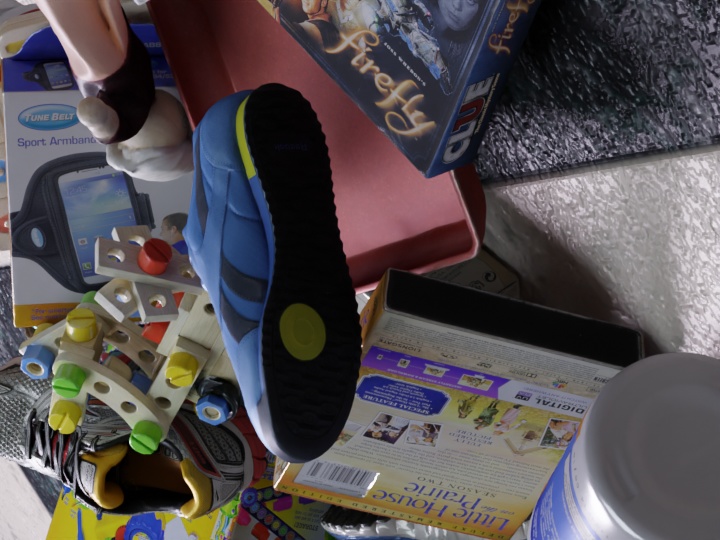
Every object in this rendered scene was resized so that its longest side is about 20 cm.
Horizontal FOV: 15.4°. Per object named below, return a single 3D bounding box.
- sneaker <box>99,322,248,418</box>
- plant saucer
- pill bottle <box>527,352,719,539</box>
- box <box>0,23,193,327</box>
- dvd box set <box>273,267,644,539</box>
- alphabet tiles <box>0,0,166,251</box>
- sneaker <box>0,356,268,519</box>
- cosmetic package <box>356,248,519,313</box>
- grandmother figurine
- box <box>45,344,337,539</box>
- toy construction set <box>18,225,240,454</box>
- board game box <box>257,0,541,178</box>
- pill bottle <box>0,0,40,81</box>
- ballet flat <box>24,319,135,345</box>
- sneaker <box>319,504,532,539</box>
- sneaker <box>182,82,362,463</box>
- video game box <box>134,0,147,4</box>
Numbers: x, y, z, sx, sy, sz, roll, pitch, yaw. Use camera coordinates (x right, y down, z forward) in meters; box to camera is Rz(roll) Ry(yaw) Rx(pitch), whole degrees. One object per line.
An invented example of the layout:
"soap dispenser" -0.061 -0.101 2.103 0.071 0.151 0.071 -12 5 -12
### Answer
"sneaker" -0.098 0.068 1.668 0.079 0.200 0.096 22 -153 -43
"plant saucer" -0.019 -0.088 1.410 0.199 0.037 0.201 -18 94 52
"pill bottle" 0.148 0.131 1.379 0.112 0.112 0.200 48 156 14
"box" -0.150 -0.055 1.571 0.042 0.118 0.201 -100 10 -48
"dvd box set" 0.049 0.077 1.443 0.145 0.030 0.200 14 144 -12
"alphabet tiles" -0.144 -0.076 1.590 0.015 0.194 0.201 -97 -6 -50
"sneaker" -0.161 0.103 1.633 0.199 0.082 0.078 9 116 22
"cosmetic package" 0.000 0.000 1.537 0.200 0.073 0.104 41 154 30
"grandmother figurine" -0.139 -0.119 1.444 0.060 0.122 0.200 -8 139 19
"box" -0.102 0.172 1.791 0.122 0.194 0.200 15 -173 -39
"toy construction set" -0.118 0.033 1.537 0.131 0.092 0.200 25 149 -6
"board game box" 0.001 -0.161 1.293 0.200 0.034 0.136 47 138 25
"pill bottle" -0.190 -0.104 1.714 0.200 0.112 0.113 33 150 41
"ballet flat" -0.155 0.006 1.715 0.070 0.200 0.066 6 126 22
"sneaker" 0.054 0.168 1.648 0.199 0.079 0.089 5 132 51
"sneaker" -0.051 0.006 1.382 0.078 0.066 0.201 -24 69 46
"video game box" -0.148 -0.244 1.426 0.183 0.047 0.200 63 178 -16
